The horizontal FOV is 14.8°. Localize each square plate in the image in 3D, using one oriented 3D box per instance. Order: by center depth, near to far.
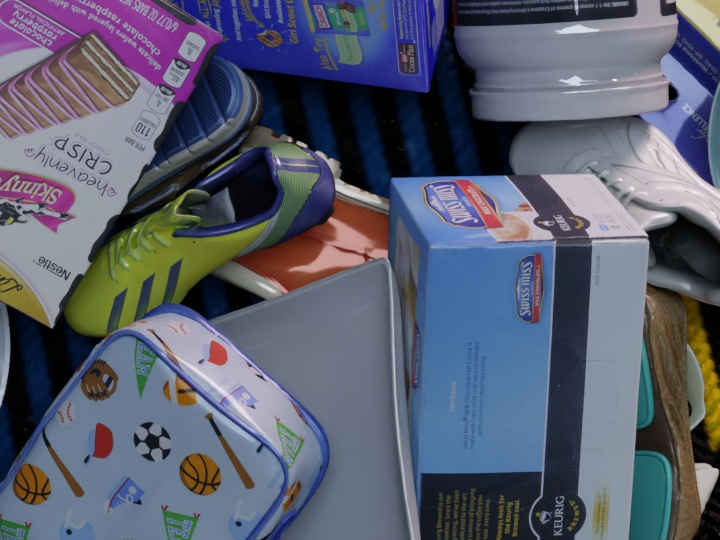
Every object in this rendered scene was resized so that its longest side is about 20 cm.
[{"bbox_3d":[-0.030,0.111,1.635,0.028,0.198,0.200,6,73,-39],"label":"square plate"}]

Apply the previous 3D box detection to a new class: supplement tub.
[{"bbox_3d":[0.124,-0.197,1.713,0.140,0.140,0.200,-4,97,-7],"label":"supplement tub"}]

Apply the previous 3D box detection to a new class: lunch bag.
[{"bbox_3d":[-0.118,0.133,1.620,0.160,0.076,0.200,39,117,7],"label":"lunch bag"}]

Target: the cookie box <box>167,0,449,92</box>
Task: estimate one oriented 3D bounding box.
[{"bbox_3d":[-0.052,-0.200,1.678,0.200,0.171,0.075,9,54,10],"label":"cookie box"}]

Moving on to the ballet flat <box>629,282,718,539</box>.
[{"bbox_3d":[0.184,0.103,1.707,0.072,0.068,0.200,-6,90,-40],"label":"ballet flat"}]

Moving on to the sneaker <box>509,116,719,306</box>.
[{"bbox_3d":[0.171,-0.040,1.703,0.200,0.099,0.078,28,110,22],"label":"sneaker"}]

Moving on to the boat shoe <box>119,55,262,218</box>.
[{"bbox_3d":[-0.146,-0.061,1.704,0.200,0.072,0.072,-24,72,15],"label":"boat shoe"}]

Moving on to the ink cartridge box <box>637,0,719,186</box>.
[{"bbox_3d":[0.239,-0.183,1.797,0.198,0.047,0.200,44,74,5],"label":"ink cartridge box"}]

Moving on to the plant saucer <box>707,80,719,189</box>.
[{"bbox_3d":[0.311,-0.090,1.754,0.200,0.027,0.201,-3,103,-11],"label":"plant saucer"}]

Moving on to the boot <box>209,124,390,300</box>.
[{"bbox_3d":[0.000,0.000,1.717,0.200,0.075,0.107,25,83,5],"label":"boot"}]

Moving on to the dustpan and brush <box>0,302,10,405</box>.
[{"bbox_3d":[-0.259,0.005,1.680,0.139,0.057,0.200,20,96,14],"label":"dustpan and brush"}]

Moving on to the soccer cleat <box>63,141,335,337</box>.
[{"bbox_3d":[-0.108,-0.022,1.663,0.200,0.084,0.065,-28,68,23],"label":"soccer cleat"}]

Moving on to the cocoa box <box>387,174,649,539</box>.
[{"bbox_3d":[0.085,0.056,1.631,0.131,0.133,0.200,-1,109,-9],"label":"cocoa box"}]

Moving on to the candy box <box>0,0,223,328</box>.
[{"bbox_3d":[-0.190,-0.087,1.616,0.136,0.061,0.200,30,92,-18],"label":"candy box"}]
